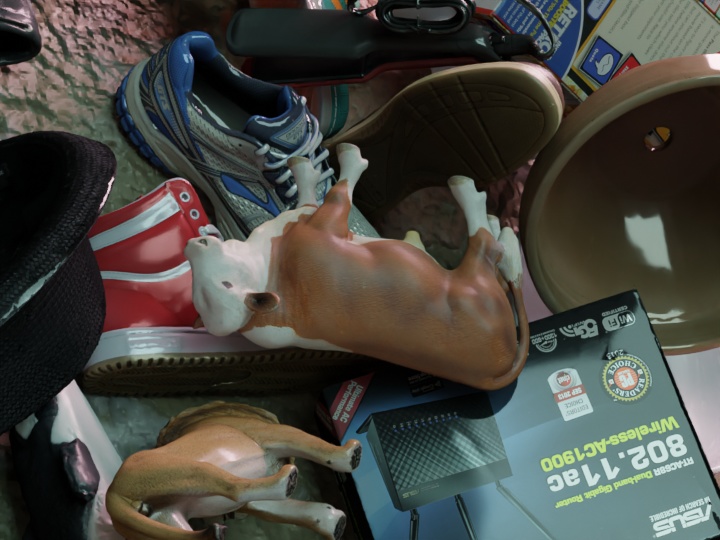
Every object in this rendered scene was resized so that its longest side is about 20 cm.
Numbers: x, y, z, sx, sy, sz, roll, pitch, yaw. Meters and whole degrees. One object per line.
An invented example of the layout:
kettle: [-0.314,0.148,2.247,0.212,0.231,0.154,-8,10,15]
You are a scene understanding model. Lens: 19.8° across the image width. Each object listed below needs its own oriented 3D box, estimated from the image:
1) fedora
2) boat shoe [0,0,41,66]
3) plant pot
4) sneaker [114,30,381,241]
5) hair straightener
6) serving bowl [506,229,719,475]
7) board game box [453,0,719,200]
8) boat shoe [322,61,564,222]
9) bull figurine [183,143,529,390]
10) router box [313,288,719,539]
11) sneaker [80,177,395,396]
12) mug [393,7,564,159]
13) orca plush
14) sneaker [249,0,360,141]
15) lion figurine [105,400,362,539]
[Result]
fedora: [-0.189,0.020,1.043,0.092,0.199,0.201,60,40,-30]
boat shoe: [-0.260,-0.127,1.131,0.199,0.070,0.067,-13,67,-46]
plant pot: [0.186,-0.054,1.219,0.199,0.202,0.093,19,32,-22]
sneaker: [-0.053,-0.060,1.209,0.200,0.085,0.077,41,47,-6]
hair straightener: [0.014,-0.137,1.188,0.198,0.077,0.041,4,60,19]
serving bowl: [0.161,0.050,1.296,0.199,0.066,0.202,18,53,-25]
board game box: [0.170,-0.158,1.268,0.200,0.046,0.152,40,80,-31]
boat shoe: [0.050,-0.086,1.218,0.072,0.199,0.072,52,50,-11]
bull figurine: [0.000,0.000,1.116,0.198,0.065,0.122,18,67,-14]
router box: [0.089,0.114,1.153,0.198,0.062,0.151,-18,71,-10]
sneaker: [-0.069,0.009,1.164,0.198,0.071,0.113,2,64,-30]
mug: [0.096,-0.165,1.323,0.174,0.147,0.202,21,60,-32]
orca plush: [-0.138,0.152,1.051,0.201,0.071,0.105,59,4,4]
sneaker: [-0.027,-0.172,1.308,0.079,0.071,0.202,4,63,-35]
lion figurine: [-0.078,0.106,1.029,0.200,0.121,0.073,5,97,-70]
